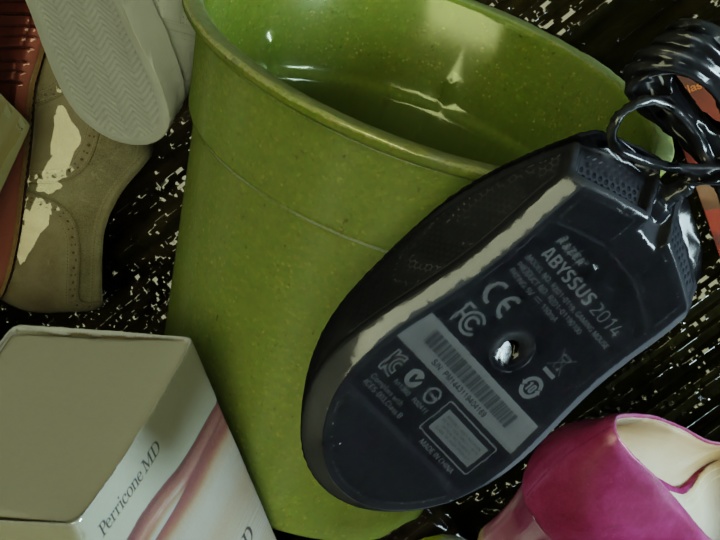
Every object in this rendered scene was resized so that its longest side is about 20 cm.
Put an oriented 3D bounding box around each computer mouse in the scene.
[{"bbox_3d":[0.062,0.007,0.724,0.200,0.053,0.139,-35,125,4],"label":"computer mouse"}]

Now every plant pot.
[{"bbox_3d":[0.000,0.000,0.840,0.200,0.200,0.190,22,114,6],"label":"plant pot"}]

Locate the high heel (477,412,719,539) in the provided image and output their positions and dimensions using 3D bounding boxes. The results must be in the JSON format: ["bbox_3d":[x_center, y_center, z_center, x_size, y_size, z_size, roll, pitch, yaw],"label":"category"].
[{"bbox_3d":[0.146,0.082,0.817,0.096,0.200,0.067,-52,43,46],"label":"high heel"}]

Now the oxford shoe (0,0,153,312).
[{"bbox_3d":[-0.125,-0.079,0.909,0.075,0.070,0.201,12,97,-23],"label":"oxford shoe"}]

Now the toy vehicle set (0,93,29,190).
[{"bbox_3d":[-0.245,-0.023,0.880,0.200,0.027,0.125,7,66,32],"label":"toy vehicle set"}]

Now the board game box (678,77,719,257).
[{"bbox_3d":[0.233,-0.068,0.858,0.200,0.019,0.103,-19,93,13],"label":"board game box"}]

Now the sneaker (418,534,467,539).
[{"bbox_3d":[0.044,0.213,0.840,0.105,0.076,0.200,-27,82,-19],"label":"sneaker"}]

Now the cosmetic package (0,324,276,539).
[{"bbox_3d":[-0.087,0.129,0.801,0.087,0.103,0.200,2,132,28],"label":"cosmetic package"}]

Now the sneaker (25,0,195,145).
[{"bbox_3d":[-0.093,-0.163,0.829,0.074,0.116,0.200,12,138,23],"label":"sneaker"}]
